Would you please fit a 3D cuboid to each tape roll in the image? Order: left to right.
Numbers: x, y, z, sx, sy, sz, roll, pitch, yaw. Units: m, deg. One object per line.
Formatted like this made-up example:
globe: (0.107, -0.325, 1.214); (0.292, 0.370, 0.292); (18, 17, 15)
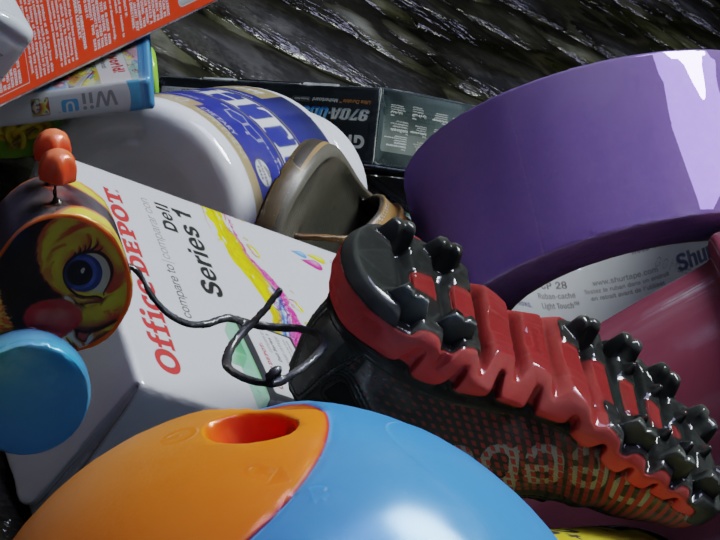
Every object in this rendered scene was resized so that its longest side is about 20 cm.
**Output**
tape roll: (0.125, -0.026, 1.304); (0.199, 0.199, 0.085); (12, 60, -49)

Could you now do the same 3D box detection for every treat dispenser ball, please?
treat dispenser ball: (-0.022, 0.138, 0.777); (0.200, 0.201, 0.201); (28, 16, -9)

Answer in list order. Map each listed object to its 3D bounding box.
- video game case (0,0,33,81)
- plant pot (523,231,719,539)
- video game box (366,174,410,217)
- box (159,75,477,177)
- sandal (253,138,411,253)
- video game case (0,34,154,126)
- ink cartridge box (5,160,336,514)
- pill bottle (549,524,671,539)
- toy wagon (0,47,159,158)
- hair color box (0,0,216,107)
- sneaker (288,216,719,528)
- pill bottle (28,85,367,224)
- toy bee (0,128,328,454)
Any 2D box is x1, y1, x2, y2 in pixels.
video game case: (-0.213, -0.068, 1.074); (0.024, 0.182, 0.200); (32, 13, -33)
plant pot: (0.152, 0.092, 1.201); (0.200, 0.178, 0.201); (-19, 90, -85)
video game box: (0.047, 0.012, 1.549); (0.200, 0.047, 0.182); (40, 16, 28)
box: (-0.004, -0.083, 1.612); (0.158, 0.046, 0.200); (6, 1, 32)
sandal: (0.000, 0.000, 1.282); (0.054, 0.082, 0.200); (14, -19, 24)
video game case: (-0.198, -0.094, 1.271); (0.199, 0.018, 0.143); (-7, 22, -3)
ink cartridge box: (-0.054, 0.051, 1.142); (0.199, 0.084, 0.145); (19, 32, -36)
pill bottle: (0.059, 0.156, 1.029); (0.112, 0.112, 0.200); (40, 18, 28)
toy wagon: (-0.180, -0.092, 1.350); (0.154, 0.040, 0.200); (-5, 25, -7)
hair color box: (-0.171, -0.128, 1.239); (0.110, 0.064, 0.200); (9, 25, 34)
sneaker: (0.056, 0.060, 1.073); (0.200, 0.098, 0.071); (28, 31, -22)
pill bottle: (-0.072, -0.031, 1.331); (0.119, 0.120, 0.200); (35, 16, 13)
toy bee: (-0.128, 0.004, 0.989); (0.199, 0.109, 0.131); (-25, 31, -26)
